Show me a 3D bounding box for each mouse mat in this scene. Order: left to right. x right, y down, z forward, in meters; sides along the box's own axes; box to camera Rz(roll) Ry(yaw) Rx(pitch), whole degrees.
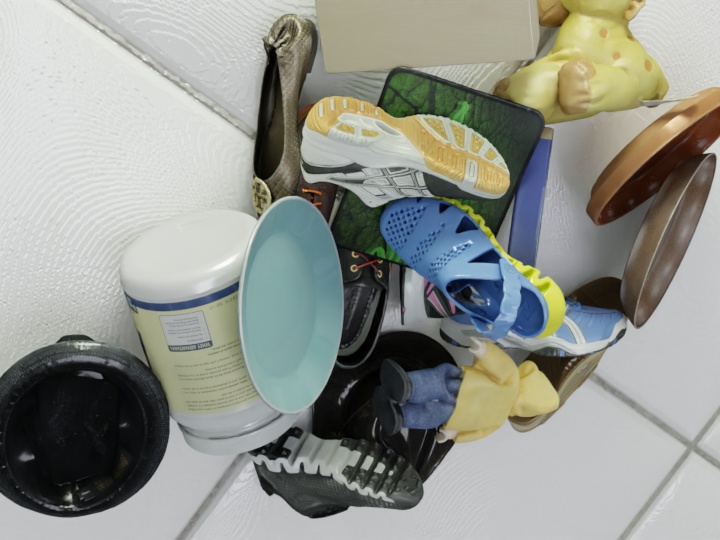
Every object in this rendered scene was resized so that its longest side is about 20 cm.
[{"bbox_3d":[0.072,-0.087,1.521,0.159,0.008,0.201,16,119,-10],"label":"mouse mat"}]

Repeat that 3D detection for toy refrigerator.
[{"bbox_3d":[0.064,-0.236,1.476,0.198,0.070,0.077,-3,116,14],"label":"toy refrigerator"}]

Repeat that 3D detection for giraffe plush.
[{"bbox_3d":[0.220,-0.234,1.551,0.198,0.173,0.164,-8,92,9],"label":"giraffe plush"}]

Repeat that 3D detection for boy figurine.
[{"bbox_3d":[0.116,0.121,1.621,0.198,0.065,0.125,-3,122,-26],"label":"boy figurine"}]

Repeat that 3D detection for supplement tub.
[{"bbox_3d":[-0.138,0.060,1.520,0.144,0.145,0.202,-21,118,-13],"label":"supplement tub"}]

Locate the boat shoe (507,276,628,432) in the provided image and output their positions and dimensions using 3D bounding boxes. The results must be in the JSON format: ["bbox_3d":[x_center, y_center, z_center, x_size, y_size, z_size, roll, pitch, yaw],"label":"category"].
[{"bbox_3d":[0.226,0.091,1.738,0.200,0.071,0.065,-46,156,-8],"label":"boat shoe"}]

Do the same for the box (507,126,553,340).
[{"bbox_3d":[0.165,-0.035,1.584,0.032,0.121,0.202,7,84,6],"label":"box"}]

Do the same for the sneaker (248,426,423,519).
[{"bbox_3d":[-0.025,0.219,1.638,0.067,0.198,0.091,-55,151,-46],"label":"sneaker"}]

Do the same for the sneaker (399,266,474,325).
[{"bbox_3d":[0.083,-0.039,1.602,0.085,0.081,0.202,-1,125,-1],"label":"sneaker"}]

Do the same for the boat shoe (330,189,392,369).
[{"bbox_3d":[0.003,0.000,1.603,0.073,0.063,0.204,7,107,-22],"label":"boat shoe"}]

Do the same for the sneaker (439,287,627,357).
[{"bbox_3d":[0.184,0.044,1.667,0.197,0.076,0.078,3,102,-2],"label":"sneaker"}]

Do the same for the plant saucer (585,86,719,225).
[{"bbox_3d":[0.310,-0.122,1.630,0.200,0.200,0.032,-38,77,-4],"label":"plant saucer"}]

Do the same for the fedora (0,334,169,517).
[{"bbox_3d":[-0.276,0.135,1.519,0.198,0.092,0.203,-7,121,-11],"label":"fedora"}]

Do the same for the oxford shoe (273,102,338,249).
[{"bbox_3d":[-0.050,-0.061,1.547,0.070,0.073,0.202,4,110,-24],"label":"oxford shoe"}]

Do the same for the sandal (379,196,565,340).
[{"bbox_3d":[0.098,-0.001,1.486,0.087,0.199,0.080,-28,148,-56],"label":"sandal"}]

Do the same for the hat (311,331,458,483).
[{"bbox_3d":[0.042,0.171,1.678,0.198,0.081,0.203,-9,115,-20],"label":"hat"}]

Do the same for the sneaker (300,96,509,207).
[{"bbox_3d":[0.039,-0.097,1.479,0.198,0.076,0.088,17,132,-5],"label":"sneaker"}]

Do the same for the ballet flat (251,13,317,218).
[{"bbox_3d":[-0.081,-0.142,1.501,0.046,0.067,0.202,-2,108,-42],"label":"ballet flat"}]

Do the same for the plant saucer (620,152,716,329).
[{"bbox_3d":[0.320,-0.036,1.671,0.201,0.032,0.201,-55,160,-32],"label":"plant saucer"}]

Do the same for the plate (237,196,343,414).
[{"bbox_3d":[-0.070,0.032,1.468,0.200,0.025,0.203,-5,95,-64],"label":"plate"}]
